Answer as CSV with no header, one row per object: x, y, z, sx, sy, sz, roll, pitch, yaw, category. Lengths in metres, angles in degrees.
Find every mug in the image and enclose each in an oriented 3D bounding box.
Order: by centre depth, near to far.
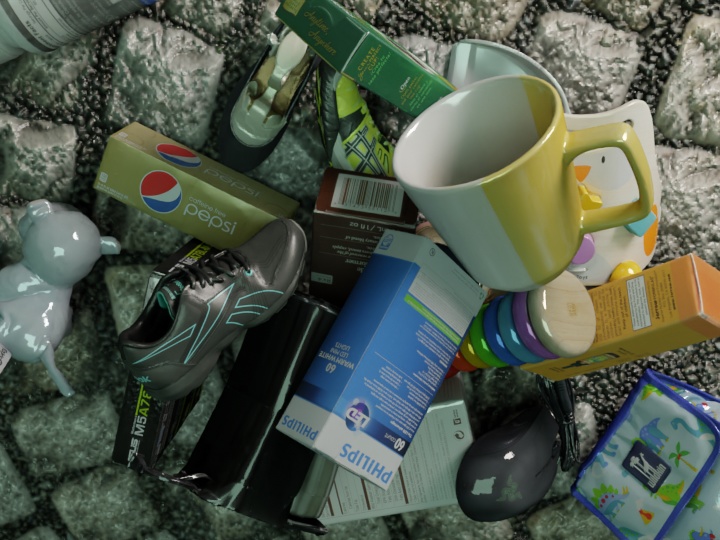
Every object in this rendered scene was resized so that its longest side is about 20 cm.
0.135,-0.058,0.778,0.149,0.186,0.153,-43,127,-16,mug

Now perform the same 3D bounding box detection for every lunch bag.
0.352,0.223,0.976,0.199,0.127,0.171,31,107,9,lunch bag

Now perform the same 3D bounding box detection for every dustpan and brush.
0.182,-0.151,0.919,0.199,0.057,0.140,9,104,2,dustpan and brush

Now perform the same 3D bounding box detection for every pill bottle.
-0.299,-0.283,0.890,0.199,0.114,0.114,-21,102,9,pill bottle

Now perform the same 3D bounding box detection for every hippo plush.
-0.347,0.000,0.935,0.159,0.200,0.162,22,97,-24,hippo plush

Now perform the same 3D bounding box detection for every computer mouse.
0.177,0.190,0.943,0.053,0.200,0.139,5,116,46,computer mouse

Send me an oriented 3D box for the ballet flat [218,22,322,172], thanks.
-0.091,-0.186,0.924,0.073,0.073,0.201,32,104,-5,ballet flat

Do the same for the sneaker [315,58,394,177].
0.000,-0.130,0.935,0.076,0.075,0.201,-12,116,-2,sneaker

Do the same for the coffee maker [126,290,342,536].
-0.075,0.120,0.834,0.134,0.192,0.201,17,81,34,coffee maker

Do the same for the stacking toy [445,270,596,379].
0.133,0.065,0.906,0.200,0.085,0.086,-26,104,47,stacking toy

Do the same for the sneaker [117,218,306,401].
-0.126,0.023,0.793,0.200,0.075,0.079,-49,134,-14,sneaker

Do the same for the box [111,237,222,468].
-0.187,0.074,0.932,0.047,0.193,0.201,15,106,-1,box

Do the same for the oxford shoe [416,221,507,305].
0.126,0.033,0.961,0.200,0.074,0.071,40,101,-8,oxford shoe

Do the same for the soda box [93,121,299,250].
-0.168,-0.078,0.948,0.199,0.068,0.064,26,114,0,soda box

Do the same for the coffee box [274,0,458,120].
0.024,-0.187,0.838,0.044,0.200,0.123,-53,52,15,coffee box

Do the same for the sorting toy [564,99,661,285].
0.209,-0.082,0.887,0.199,0.107,0.181,-1,124,4,sorting toy

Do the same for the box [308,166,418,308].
0.000,0.000,0.918,0.099,0.075,0.201,9,136,3,box

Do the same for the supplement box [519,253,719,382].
0.249,0.051,0.883,0.066,0.069,0.199,23,144,-40,supplement box

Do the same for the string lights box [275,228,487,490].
0.023,0.077,0.795,0.103,0.059,0.201,40,74,-38,string lights box

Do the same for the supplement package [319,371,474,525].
0.023,0.186,0.985,0.199,0.117,0.118,-11,105,7,supplement package
